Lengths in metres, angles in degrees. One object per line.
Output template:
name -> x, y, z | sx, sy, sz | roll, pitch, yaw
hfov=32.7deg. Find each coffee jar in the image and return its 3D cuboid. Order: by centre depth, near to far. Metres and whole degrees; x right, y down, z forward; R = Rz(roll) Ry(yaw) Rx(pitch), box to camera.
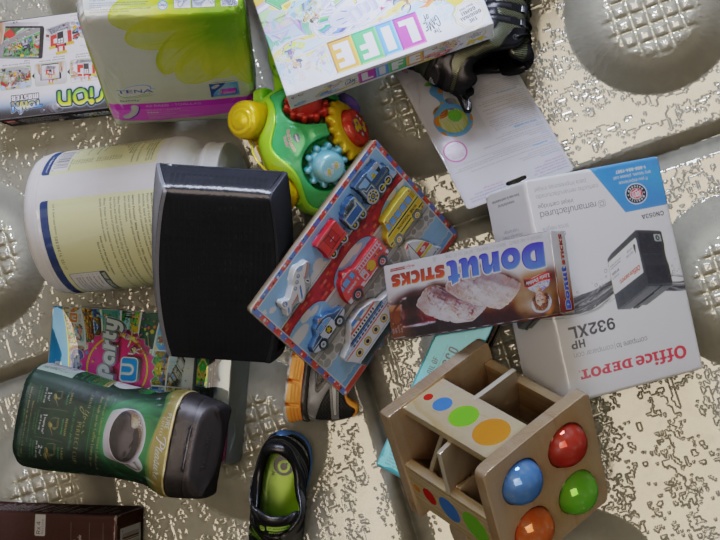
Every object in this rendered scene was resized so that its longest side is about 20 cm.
coffee jar -> -0.227, 0.156, 1.187 | 0.199, 0.085, 0.105 | 10, 86, 13

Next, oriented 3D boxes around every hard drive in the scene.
hard drive -> -0.131, 0.000, 1.149 | 0.134, 0.042, 0.201 | 4, 121, 1

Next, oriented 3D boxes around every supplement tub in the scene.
supplement tub -> -0.218, -0.056, 1.232 | 0.199, 0.145, 0.146 | -6, 85, 12

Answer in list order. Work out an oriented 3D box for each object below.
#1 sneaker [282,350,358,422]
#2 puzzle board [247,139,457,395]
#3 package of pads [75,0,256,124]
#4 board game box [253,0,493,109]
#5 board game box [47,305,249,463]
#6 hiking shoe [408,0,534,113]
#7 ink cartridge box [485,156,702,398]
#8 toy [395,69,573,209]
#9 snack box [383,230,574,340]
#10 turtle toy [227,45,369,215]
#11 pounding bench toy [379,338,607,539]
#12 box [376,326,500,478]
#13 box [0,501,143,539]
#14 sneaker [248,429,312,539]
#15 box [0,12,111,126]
sneaker -> -0.027, 0.055, 1.224 | 0.077, 0.078, 0.201 | 9, 92, 0
puzzle board -> 0.000, 0.000, 1.164 | 0.017, 0.151, 0.200 | 20, 71, 52
package of pads -> -0.182, -0.216, 1.178 | 0.154, 0.200, 0.068 | -3, 67, -2
board game box -> 0.007, -0.246, 1.133 | 0.199, 0.034, 0.135 | -20, 77, -1
board game box -> -0.219, 0.116, 1.263 | 0.199, 0.064, 0.148 | 3, 86, 13
hiking shoe -> 0.137, -0.238, 1.188 | 0.101, 0.076, 0.200 | 44, 77, 5
ink cartridge box -> 0.213, 0.010, 1.123 | 0.145, 0.084, 0.201 | -11, 88, -21
toy -> 0.110, -0.154, 1.207 | 0.115, 0.047, 0.201 | -21, 71, -12
snack box -> 0.102, 0.016, 1.100 | 0.200, 0.024, 0.072 | -12, 81, 45
turtle toy -> -0.049, -0.141, 1.192 | 0.101, 0.146, 0.201 | -24, 81, 27
pounding bench toy -> 0.134, 0.196, 1.099 | 0.124, 0.201, 0.156 | -33, 35, -24
box -> 0.084, 0.105, 1.185 | 0.049, 0.082, 0.201 | 25, 92, 12
box -> -0.329, 0.294, 1.272 | 0.199, 0.075, 0.101 | -2, 86, 14
sneaker -> -0.086, 0.259, 1.213 | 0.070, 0.083, 0.201 | 1, 87, 13
box -> -0.295, -0.220, 1.316 | 0.199, 0.035, 0.111 | -4, 86, 13
